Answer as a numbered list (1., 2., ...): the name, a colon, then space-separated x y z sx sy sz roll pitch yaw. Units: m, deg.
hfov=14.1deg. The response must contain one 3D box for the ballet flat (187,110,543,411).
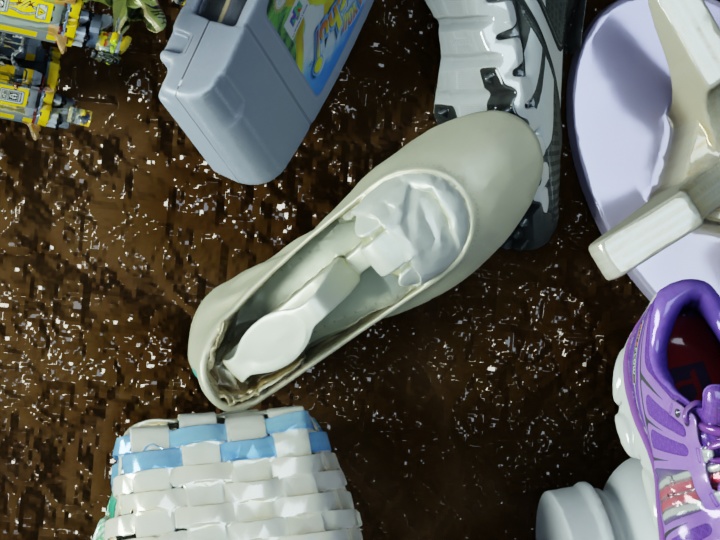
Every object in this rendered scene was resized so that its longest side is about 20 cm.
1. ballet flat: 0.000 0.000 1.349 0.200 0.069 0.069 -37 94 18

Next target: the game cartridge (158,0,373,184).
1. game cartridge: -0.026 -0.144 1.345 0.040 0.133 0.200 21 78 15

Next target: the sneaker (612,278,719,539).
1. sneaker: 0.159 0.093 1.265 0.081 0.083 0.200 -15 60 -11

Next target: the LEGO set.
1. LEGO set: -0.106 -0.137 1.320 0.116 0.200 0.154 11 68 -8

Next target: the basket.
1. basket: -0.054 0.165 1.326 0.139 0.176 0.200 -12 82 -4

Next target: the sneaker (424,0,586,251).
1. sneaker: 0.076 -0.110 1.390 0.090 0.066 0.200 -26 110 -35

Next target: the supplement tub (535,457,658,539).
1. supplement tub: 0.192 0.149 1.365 0.200 0.145 0.146 -7 90 -7

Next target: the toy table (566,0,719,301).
1. toy table: 0.183 -0.047 1.381 0.184 0.117 0.200 -43 93 -6
